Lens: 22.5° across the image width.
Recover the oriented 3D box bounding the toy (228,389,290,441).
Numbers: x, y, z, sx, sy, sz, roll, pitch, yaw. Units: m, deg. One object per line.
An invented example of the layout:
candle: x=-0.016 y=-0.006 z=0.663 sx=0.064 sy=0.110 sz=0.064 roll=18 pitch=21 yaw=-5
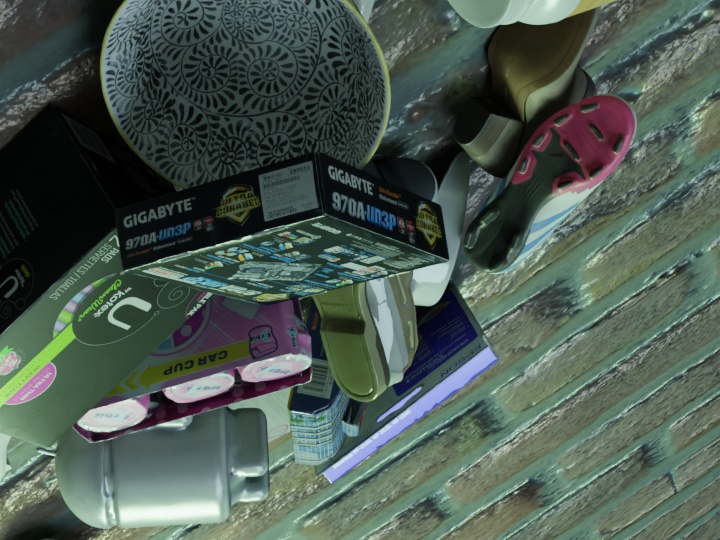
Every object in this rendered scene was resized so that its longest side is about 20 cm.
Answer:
toy: x=-0.134 y=0.142 z=1.680 sx=0.199 sy=0.047 sz=0.115 roll=-33 pitch=154 yaw=3

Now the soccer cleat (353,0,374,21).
soccer cleat: x=-0.041 y=-0.157 z=1.338 sx=0.201 sy=0.069 sz=0.078 roll=-64 pitch=173 yaw=27

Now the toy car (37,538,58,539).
toy car: x=-0.297 y=0.356 z=1.740 sx=0.199 sy=0.175 sz=0.150 roll=-39 pitch=-175 yaw=7

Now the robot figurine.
robot figurine: x=-0.178 y=0.165 z=1.568 sx=0.198 sy=0.114 sz=0.171 roll=-2 pitch=138 yaw=-4

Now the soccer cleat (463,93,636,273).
soccer cleat: x=0.162 y=-0.079 z=1.537 sx=0.200 sy=0.070 sz=0.086 roll=-47 pitch=173 yaw=26

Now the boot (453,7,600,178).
boot: x=0.162 y=-0.161 z=1.536 sx=0.200 sy=0.070 sz=0.146 roll=-48 pitch=154 yaw=23

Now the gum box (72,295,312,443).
gum box: x=-0.137 y=0.048 z=1.411 sx=0.198 sy=0.115 sz=0.066 roll=-16 pitch=153 yaw=9

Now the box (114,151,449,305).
box: x=-0.049 y=-0.024 z=1.250 sx=0.158 sy=0.047 sz=0.200 roll=-14 pitch=166 yaw=25

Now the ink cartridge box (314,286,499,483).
ink cartridge box: x=0.036 y=0.113 z=1.691 sx=0.197 sy=0.044 sz=0.200 roll=-37 pitch=-165 yaw=5

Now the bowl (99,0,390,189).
bowl: x=-0.072 y=-0.150 z=1.242 sx=0.198 sy=0.095 sz=0.202 roll=4 pitch=129 yaw=5

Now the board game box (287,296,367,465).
board game box: x=-0.012 y=0.066 z=1.591 sx=0.061 sy=0.202 sz=0.200 roll=10 pitch=159 yaw=5

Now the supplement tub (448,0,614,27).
supplement tub: x=0.158 y=-0.261 z=1.297 sx=0.198 sy=0.145 sz=0.145 roll=-21 pitch=148 yaw=-23

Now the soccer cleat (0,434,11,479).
soccer cleat: x=-0.337 y=0.171 z=1.498 sx=0.085 sy=0.069 sz=0.201 roll=9 pitch=124 yaw=-45

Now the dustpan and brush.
dustpan and brush: x=0.049 y=-0.001 z=1.565 sx=0.057 sy=0.201 sz=0.140 roll=14 pitch=133 yaw=-8

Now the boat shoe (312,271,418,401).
boat shoe: x=0.000 y=0.000 z=1.432 sx=0.068 sy=0.074 sz=0.202 roll=-33 pitch=125 yaw=-41

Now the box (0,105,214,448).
box: x=-0.227 y=0.009 z=1.318 sx=0.200 sy=0.125 sz=0.148 roll=-43 pitch=149 yaw=11

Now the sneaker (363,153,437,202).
sneaker: x=-0.021 y=-0.054 z=1.480 sx=0.198 sy=0.079 sz=0.080 roll=-21 pitch=154 yaw=-20
